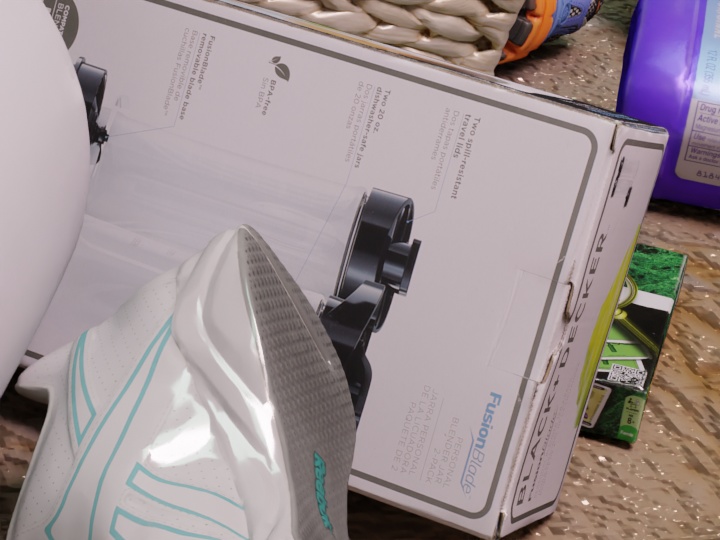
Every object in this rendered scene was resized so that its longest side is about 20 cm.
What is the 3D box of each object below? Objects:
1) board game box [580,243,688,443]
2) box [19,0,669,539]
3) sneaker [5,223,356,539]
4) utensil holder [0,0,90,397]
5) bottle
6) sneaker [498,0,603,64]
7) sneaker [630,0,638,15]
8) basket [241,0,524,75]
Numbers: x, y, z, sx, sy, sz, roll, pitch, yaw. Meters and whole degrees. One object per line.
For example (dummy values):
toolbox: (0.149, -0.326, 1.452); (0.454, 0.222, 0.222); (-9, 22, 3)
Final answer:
board game box: (0.000, 0.000, 0.761); (0.199, 0.024, 0.105); (13, 24, 9)
box: (-0.028, -0.013, 0.663); (0.199, 0.117, 0.060); (17, 7, 19)
sneaker: (-0.038, 0.078, 0.555); (0.080, 0.070, 0.201); (-25, 39, 12)
utensil holder: (-0.160, 0.003, 0.544); (0.169, 0.171, 0.200); (10, 23, 3)
bottle: (0.192, -0.050, 0.867); (0.199, 0.065, 0.084); (12, 44, 4)
sneaker: (0.024, -0.144, 1.017); (0.078, 0.076, 0.200); (-5, 37, -45)
sneaker: (0.153, -0.117, 1.000); (0.080, 0.077, 0.200); (-3, 22, 8)
basket: (-0.048, -0.160, 0.826); (0.198, 0.161, 0.200); (11, 29, -27)
